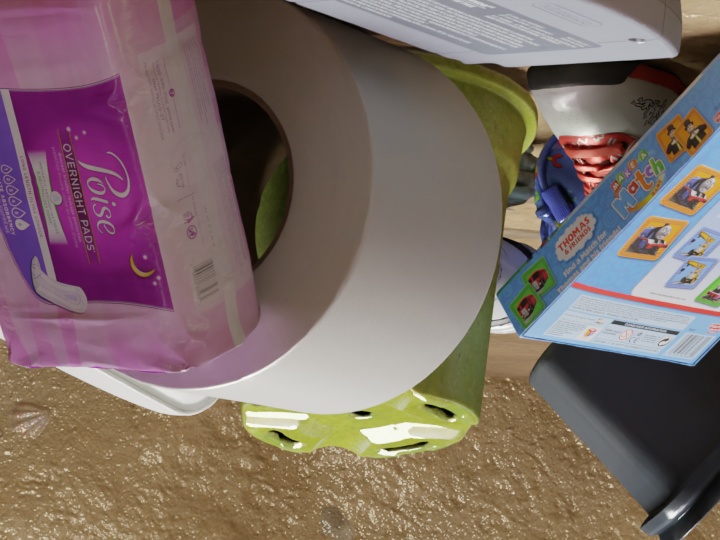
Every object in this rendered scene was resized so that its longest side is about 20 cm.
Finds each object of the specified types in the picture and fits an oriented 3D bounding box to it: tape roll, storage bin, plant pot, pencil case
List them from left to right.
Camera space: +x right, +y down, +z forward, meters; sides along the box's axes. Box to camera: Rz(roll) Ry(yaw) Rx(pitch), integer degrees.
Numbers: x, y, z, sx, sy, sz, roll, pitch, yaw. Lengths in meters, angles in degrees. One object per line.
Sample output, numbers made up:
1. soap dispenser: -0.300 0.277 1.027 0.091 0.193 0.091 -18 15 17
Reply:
1. tape roll: -0.047 -0.032 1.461 0.202 0.203 0.139 0 173 30
2. plant pot: 0.000 0.000 1.605 0.200 0.184 0.200 0 160 0
3. pencil case: 0.147 -0.041 1.786 0.087 0.078 0.200 -33 171 0
4. storage bin: 0.200 0.046 1.711 0.134 0.200 0.146 41 171 5

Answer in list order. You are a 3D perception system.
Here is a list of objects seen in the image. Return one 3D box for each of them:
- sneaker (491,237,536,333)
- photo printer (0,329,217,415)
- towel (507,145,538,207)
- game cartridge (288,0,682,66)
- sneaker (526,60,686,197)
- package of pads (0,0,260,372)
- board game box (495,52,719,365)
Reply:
1. sneaker: 0.013 -0.007 1.826 0.200 0.075 0.115 5 169 27
2. photo printer: -0.181 0.020 1.739 0.166 0.070 0.200 21 172 37
3. towel: -0.007 -0.064 1.834 0.200 0.048 0.171 9 171 -36
4. game cartridge: 0.056 -0.127 1.297 0.133 0.041 0.200 4 175 34
5. sneaker: 0.149 -0.050 1.594 0.067 0.108 0.201 1 173 27
6. package of pads: -0.123 -0.055 1.339 0.120 0.200 0.076 1 -158 33
7. board game box: 0.188 -0.032 1.535 0.151 0.037 0.200 11 132 -45
